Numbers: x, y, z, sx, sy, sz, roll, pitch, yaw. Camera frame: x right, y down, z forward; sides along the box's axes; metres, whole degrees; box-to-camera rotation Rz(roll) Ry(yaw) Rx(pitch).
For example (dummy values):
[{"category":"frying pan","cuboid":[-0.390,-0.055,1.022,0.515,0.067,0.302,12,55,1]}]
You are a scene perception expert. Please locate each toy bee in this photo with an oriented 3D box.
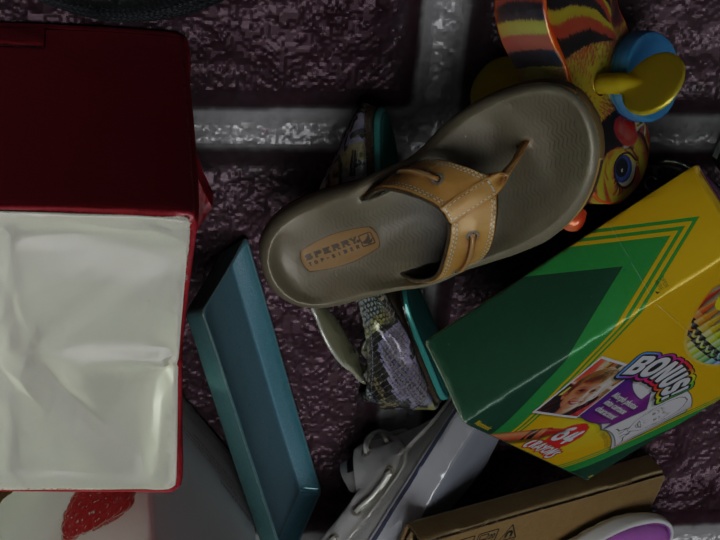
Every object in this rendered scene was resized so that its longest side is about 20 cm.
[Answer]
[{"category":"toy bee","cuboid":[0.122,-0.078,0.932,0.200,0.109,0.131,46,150,-12]}]

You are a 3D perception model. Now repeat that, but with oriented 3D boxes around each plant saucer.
[{"category":"plant saucer","cuboid":[-0.062,0.080,1.055,0.019,0.070,0.200,2,128,20]}]

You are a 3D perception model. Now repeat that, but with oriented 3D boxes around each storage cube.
[{"category":"storage cube","cuboid":[-0.172,-0.009,0.906,0.199,0.180,0.171,2,124,-8]}]

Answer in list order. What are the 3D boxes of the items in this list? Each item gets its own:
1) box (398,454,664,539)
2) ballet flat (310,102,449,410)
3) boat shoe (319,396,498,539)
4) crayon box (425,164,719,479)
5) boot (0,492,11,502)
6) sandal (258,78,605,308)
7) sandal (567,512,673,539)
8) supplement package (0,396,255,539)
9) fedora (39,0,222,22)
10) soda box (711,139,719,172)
[{"category":"box","cuboid":[0.089,0.200,1.128,0.200,0.021,0.164,-10,133,-36]},{"category":"ballet flat","cuboid":[0.000,0.000,1.008,0.072,0.072,0.201,-14,123,1]},{"category":"boat shoe","cuboid":[0.020,0.129,1.093,0.070,0.071,0.200,36,99,20]},{"category":"crayon box","cuboid":[0.155,0.037,1.004,0.172,0.058,0.200,-33,154,15]},{"category":"boot","cuboid":[-0.251,0.074,1.005,0.155,0.200,0.073,27,148,22]},{"category":"sandal","cuboid":[0.033,-0.028,0.910,0.200,0.054,0.080,-23,101,20]},{"category":"sandal","cuboid":[0.120,0.212,1.107,0.202,0.050,0.083,-19,138,-28]},{"category":"supplement package","cuboid":[-0.135,0.170,1.021,0.121,0.200,0.120,-28,124,10]},{"category":"fedora","cuboid":[-0.103,-0.215,0.825,0.200,0.092,0.201,-1,130,-1]},{"category":"soda box","cuboid":[0.306,-0.057,1.012,0.199,0.063,0.071,11,121,-16]}]
